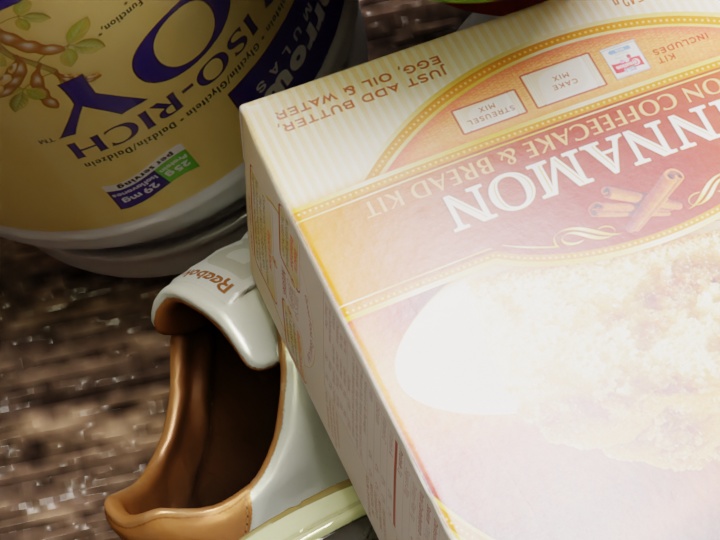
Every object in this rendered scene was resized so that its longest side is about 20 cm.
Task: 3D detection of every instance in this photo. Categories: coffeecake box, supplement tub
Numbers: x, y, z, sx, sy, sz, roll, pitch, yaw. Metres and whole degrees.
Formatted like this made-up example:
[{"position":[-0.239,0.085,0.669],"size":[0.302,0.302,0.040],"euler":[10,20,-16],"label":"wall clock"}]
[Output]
[{"position":[0.078,0.030,0.693],"size":[0.153,0.073,0.200],"euler":[-19,57,-12],"label":"coffeecake box"},{"position":[-0.083,-0.092,0.770],"size":[0.145,0.200,0.146],"euler":[-7,65,15],"label":"supplement tub"}]

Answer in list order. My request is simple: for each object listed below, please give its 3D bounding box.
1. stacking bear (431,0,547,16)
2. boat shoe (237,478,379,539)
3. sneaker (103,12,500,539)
[{"position":[0.030,-0.115,0.715],"size":[0.114,0.200,0.122],"euler":[-31,79,3],"label":"stacking bear"},{"position":[0.023,0.088,0.745],"size":[0.201,0.072,0.066],"euler":[-32,44,-10],"label":"boat shoe"},{"position":[0.000,0.000,0.787],"size":[0.073,0.085,0.200],"euler":[8,67,50],"label":"sneaker"}]
